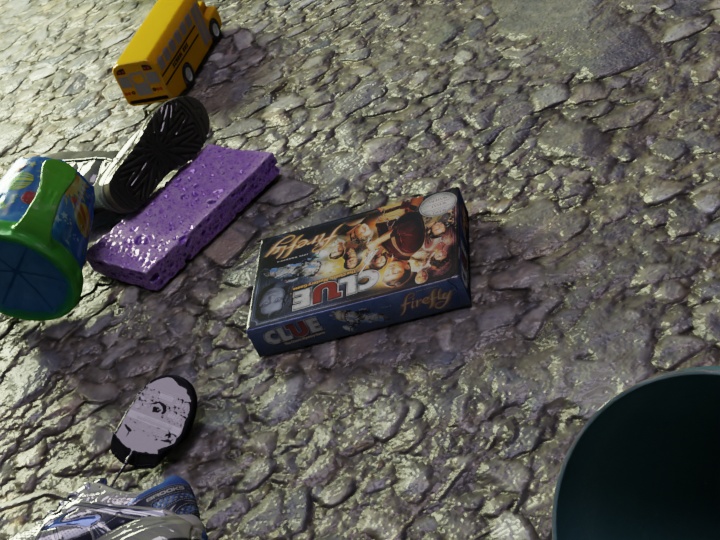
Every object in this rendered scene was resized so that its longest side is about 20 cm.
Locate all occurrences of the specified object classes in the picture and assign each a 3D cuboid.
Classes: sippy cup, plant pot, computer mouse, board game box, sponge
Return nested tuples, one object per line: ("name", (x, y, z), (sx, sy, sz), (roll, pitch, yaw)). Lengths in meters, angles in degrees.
("sippy cup", (-0.332, -0.041, 1.345), (0.177, 0.140, 0.131), (-13, 46, 28))
("plant pot", (0.230, 0.145, 0.763), (0.199, 0.202, 0.134), (5, 10, 36))
("computer mouse", (-0.195, 0.170, 1.103), (0.058, 0.034, 0.201), (21, 56, 15))
("board game box", (0.000, 0.000, 1.198), (0.199, 0.035, 0.136), (-15, 36, 14))
("sponge", (-0.185, -0.061, 1.394), (0.111, 0.030, 0.200), (14, 50, 43))

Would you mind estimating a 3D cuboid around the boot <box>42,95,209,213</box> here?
("boot", (-0.282, -0.122, 1.488), (0.199, 0.073, 0.182), (-5, 35, 51))

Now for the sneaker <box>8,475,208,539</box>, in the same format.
("sneaker", (-0.212, 0.209, 1.016), (0.198, 0.077, 0.086), (-12, 44, 2))

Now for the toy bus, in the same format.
("toy bus", (-0.241, -0.284, 1.677), (0.065, 0.079, 0.201), (-7, 39, 23))
